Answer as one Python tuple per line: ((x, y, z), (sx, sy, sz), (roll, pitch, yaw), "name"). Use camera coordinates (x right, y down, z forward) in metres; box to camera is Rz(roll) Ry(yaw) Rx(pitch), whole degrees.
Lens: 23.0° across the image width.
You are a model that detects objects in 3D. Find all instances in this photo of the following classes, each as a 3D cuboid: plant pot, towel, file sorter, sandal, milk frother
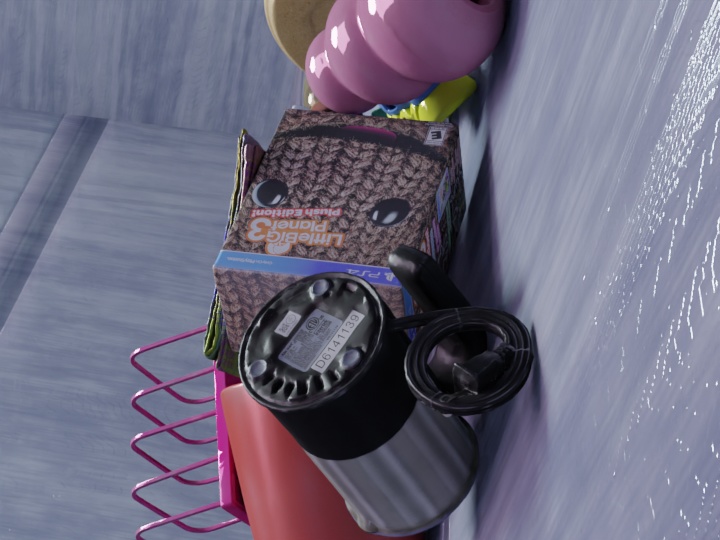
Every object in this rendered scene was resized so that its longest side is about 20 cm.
((-0.021, 0.187, 1.576), (0.200, 0.198, 0.179), (123, 141, -77), "plant pot")
((-0.093, -0.009, 1.514), (0.144, 0.023, 0.202), (33, -116, -75), "towel")
((-0.143, 0.173, 1.699), (0.139, 0.124, 0.202), (43, -146, -50), "file sorter")
((0.047, -0.182, 1.613), (0.079, 0.087, 0.200), (-42, 10, -6), "sandal")
((0.045, 0.103, 1.280), (0.200, 0.180, 0.188), (47, 175, 45), "milk frother")

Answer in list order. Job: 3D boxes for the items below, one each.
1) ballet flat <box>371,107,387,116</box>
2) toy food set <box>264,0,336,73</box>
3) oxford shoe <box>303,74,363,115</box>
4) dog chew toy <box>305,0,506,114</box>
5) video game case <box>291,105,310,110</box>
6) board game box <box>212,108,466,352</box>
((0.054, -0.144, 1.758), (0.071, 0.067, 0.200), (-57, 13, 13), "ballet flat")
((-0.004, -0.256, 1.742), (0.201, 0.196, 0.049), (99, -172, -49), "toy food set")
((-0.015, -0.133, 1.816), (0.201, 0.070, 0.075), (76, 174, -56), "oxford shoe")
((0.028, -0.196, 1.470), (0.199, 0.124, 0.126), (-31, 46, 44), "dog chew toy")
((-0.092, -0.050, 1.777), (0.200, 0.023, 0.184), (127, 156, -73), "video game case")
((-0.012, -0.029, 1.460), (0.097, 0.158, 0.201), (81, -159, -43), "board game box")
